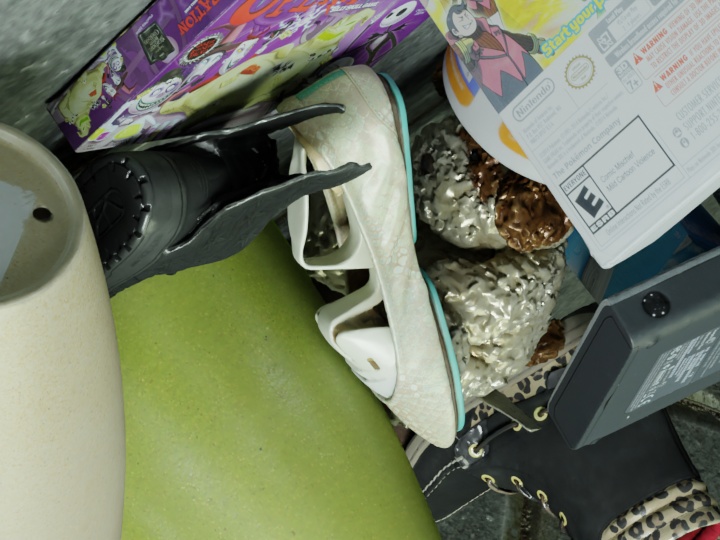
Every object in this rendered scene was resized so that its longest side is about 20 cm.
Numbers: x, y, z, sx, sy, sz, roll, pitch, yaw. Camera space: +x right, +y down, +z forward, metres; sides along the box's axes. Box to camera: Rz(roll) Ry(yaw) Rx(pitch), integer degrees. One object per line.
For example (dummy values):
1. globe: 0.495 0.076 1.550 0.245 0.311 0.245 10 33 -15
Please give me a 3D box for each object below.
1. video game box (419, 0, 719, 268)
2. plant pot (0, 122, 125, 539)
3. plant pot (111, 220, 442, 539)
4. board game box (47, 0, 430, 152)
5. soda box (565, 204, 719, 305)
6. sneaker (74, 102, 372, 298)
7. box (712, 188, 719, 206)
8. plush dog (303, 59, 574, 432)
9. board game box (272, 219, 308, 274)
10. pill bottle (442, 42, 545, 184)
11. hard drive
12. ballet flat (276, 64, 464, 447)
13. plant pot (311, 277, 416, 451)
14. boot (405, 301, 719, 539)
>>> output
1. video game box: 0.114 -0.129 0.875 0.047 0.183 0.200 -27 169 -47
2. plant pot: -0.166 0.041 0.869 0.186 0.188 0.201 -26 154 -35
3. plant pot: -0.053 0.105 1.105 0.187 0.200 0.187 -40 167 -11
4. board game box: -0.036 -0.103 0.973 0.120 0.032 0.200 -44 166 27
5. soda box: 0.141 -0.040 1.291 0.064 0.200 0.068 23 112 -37
6. sneaker: -0.095 -0.017 1.001 0.104 0.060 0.199 -13 168 -45
7. box: 0.201 -0.123 1.166 0.104 0.185 0.200 -31 170 3
8. plush dog: 0.069 -0.027 1.193 0.159 0.201 0.173 10 123 -23
9. board game box: -0.114 0.021 1.237 0.101 0.048 0.200 -37 169 20
10. pill bottle: 0.122 -0.140 1.001 0.112 0.112 0.201 -24 154 -41
11. hard drive: 0.201 0.018 1.170 0.199 0.033 0.140 -23 159 -19
12. ballet flat: 0.000 0.000 1.052 0.062 0.202 0.067 -20 -155 -17
13. plant pot: -0.010 0.073 1.401 0.199 0.188 0.187 -25 167 -41
14. boot: 0.113 0.130 1.297 0.200 0.151 0.073 -41 150 27
